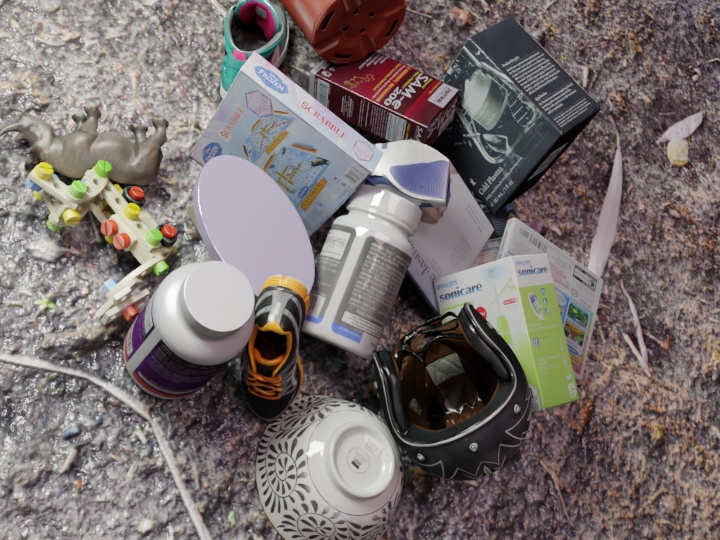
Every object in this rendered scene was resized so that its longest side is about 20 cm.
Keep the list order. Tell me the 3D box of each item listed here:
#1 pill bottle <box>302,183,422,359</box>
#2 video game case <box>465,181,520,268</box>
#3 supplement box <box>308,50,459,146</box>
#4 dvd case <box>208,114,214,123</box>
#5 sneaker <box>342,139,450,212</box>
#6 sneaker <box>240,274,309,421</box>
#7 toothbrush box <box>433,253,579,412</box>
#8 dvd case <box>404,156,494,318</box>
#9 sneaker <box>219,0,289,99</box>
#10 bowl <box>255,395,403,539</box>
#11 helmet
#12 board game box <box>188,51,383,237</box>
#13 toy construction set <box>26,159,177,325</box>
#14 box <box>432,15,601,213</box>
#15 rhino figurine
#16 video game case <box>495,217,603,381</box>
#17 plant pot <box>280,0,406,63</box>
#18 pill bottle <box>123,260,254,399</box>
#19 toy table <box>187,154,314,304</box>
[{"bbox_3d":[0.000,0.000,1.109,0.113,0.114,0.202,25,83,-18],"label":"pill bottle"},{"bbox_3d":[0.175,-0.050,1.337,0.198,0.023,0.184,-10,74,-33],"label":"video game case"},{"bbox_3d":[0.033,-0.257,1.278,0.198,0.061,0.109,28,52,15],"label":"supplement box"},{"bbox_3d":[-0.099,-0.187,1.244,0.200,0.016,0.149,41,53,-6],"label":"dvd case"},{"bbox_3d":[0.029,-0.124,1.199,0.197,0.115,0.082,10,73,9],"label":"sneaker"},{"bbox_3d":[-0.106,0.103,1.000,0.077,0.202,0.078,10,35,3],"label":"sneaker"},{"bbox_3d":[0.195,0.092,1.177,0.085,0.145,0.203,-3,80,-42],"label":"toothbrush box"},{"bbox_3d":[0.114,-0.051,1.251,0.143,0.017,0.201,53,52,-21],"label":"dvd case"},{"bbox_3d":[-0.142,-0.338,1.215,0.083,0.121,0.202,18,54,-4],"label":"sneaker"},{"bbox_3d":[-0.017,0.237,1.043,0.198,0.094,0.203,13,63,-25],"label":"bowl"},{"bbox_3d":[0.117,0.157,1.061,0.198,0.200,0.192,-17,74,-35],"label":"helmet"},{"bbox_3d":[-0.101,-0.149,1.111,0.199,0.200,0.041,37,53,-10],"label":"board game box"},{"bbox_3d":[-0.294,-0.042,1.014,0.202,0.092,0.131,62,29,-1],"label":"toy construction set"},{"bbox_3d":[0.217,-0.234,1.319,0.123,0.200,0.197,-32,76,-37],"label":"box"},{"bbox_3d":[-0.336,-0.153,1.062,0.198,0.060,0.089,5,75,-25],"label":"rhino figurine"},{"bbox_3d":[0.281,0.045,1.331,0.199,0.024,0.184,32,62,-21],"label":"video game case"},{"bbox_3d":[-0.040,-0.420,1.251,0.199,0.201,0.197,-9,60,-33],"label":"plant pot"},{"bbox_3d":[-0.187,0.064,0.958,0.111,0.200,0.114,12,62,-25],"label":"pill bottle"},{"bbox_3d":[-0.147,-0.028,1.078,0.182,0.117,0.202,-13,75,-34],"label":"toy table"}]
